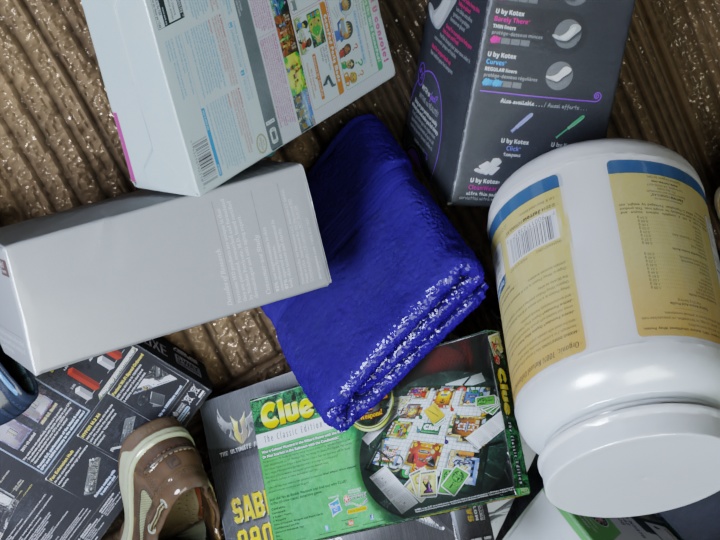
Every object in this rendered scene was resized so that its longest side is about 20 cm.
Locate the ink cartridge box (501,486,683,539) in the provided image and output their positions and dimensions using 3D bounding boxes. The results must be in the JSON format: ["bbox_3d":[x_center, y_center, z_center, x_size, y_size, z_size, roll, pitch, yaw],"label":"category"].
[{"bbox_3d":[0.210,0.244,1.261,0.199,0.146,0.085,17,114,-42],"label":"ink cartridge box"}]

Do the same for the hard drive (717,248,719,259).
[{"bbox_3d":[0.274,0.047,1.248,0.042,0.201,0.135,-37,126,13],"label":"hard drive"}]

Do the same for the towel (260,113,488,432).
[{"bbox_3d":[0.000,0.000,1.166,0.049,0.200,0.148,33,105,-36],"label":"towel"}]

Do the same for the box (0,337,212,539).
[{"bbox_3d":[-0.225,0.114,1.237,0.157,0.050,0.201,33,101,-24],"label":"box"}]

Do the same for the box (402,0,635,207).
[{"bbox_3d":[0.107,-0.153,1.171,0.105,0.122,0.202,3,112,-17],"label":"box"}]

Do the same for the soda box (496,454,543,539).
[{"bbox_3d":[0.130,0.188,1.347,0.063,0.071,0.202,-23,116,-6],"label":"soda box"}]

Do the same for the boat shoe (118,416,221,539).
[{"bbox_3d":[-0.130,0.198,1.248,0.074,0.075,0.204,-29,141,-21],"label":"boat shoe"}]

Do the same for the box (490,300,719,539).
[{"bbox_3d":[0.208,0.086,1.283,0.104,0.148,0.200,-41,115,5],"label":"box"}]

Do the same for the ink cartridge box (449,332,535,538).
[{"bbox_3d":[0.030,0.148,1.256,0.083,0.145,0.202,2,117,-53],"label":"ink cartridge box"}]

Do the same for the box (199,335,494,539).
[{"bbox_3d":[-0.012,0.143,1.205,0.048,0.199,0.160,1,74,-54],"label":"box"}]

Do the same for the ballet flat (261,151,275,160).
[{"bbox_3d":[-0.118,-0.153,1.150,0.072,0.073,0.201,-26,122,-3],"label":"ballet flat"}]

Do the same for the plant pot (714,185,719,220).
[{"bbox_3d":[0.391,-0.065,1.265,0.200,0.186,0.187,-45,116,-7],"label":"plant pot"}]

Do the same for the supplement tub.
[{"bbox_3d":[0.160,0.036,1.093,0.143,0.202,0.145,-4,151,-3],"label":"supplement tub"}]

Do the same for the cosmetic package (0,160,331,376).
[{"bbox_3d":[-0.131,-0.006,1.098,0.198,0.107,0.091,-19,102,-18],"label":"cosmetic package"}]

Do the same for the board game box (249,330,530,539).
[{"bbox_3d":[0.015,0.113,1.142,0.023,0.198,0.106,1,75,-54],"label":"board game box"}]

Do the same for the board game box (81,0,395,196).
[{"bbox_3d":[-0.073,-0.156,1.096,0.199,0.064,0.149,-34,121,-41],"label":"board game box"}]

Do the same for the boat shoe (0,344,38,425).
[{"bbox_3d":[-0.262,0.002,1.147,0.068,0.084,0.202,-20,100,22],"label":"boat shoe"}]
